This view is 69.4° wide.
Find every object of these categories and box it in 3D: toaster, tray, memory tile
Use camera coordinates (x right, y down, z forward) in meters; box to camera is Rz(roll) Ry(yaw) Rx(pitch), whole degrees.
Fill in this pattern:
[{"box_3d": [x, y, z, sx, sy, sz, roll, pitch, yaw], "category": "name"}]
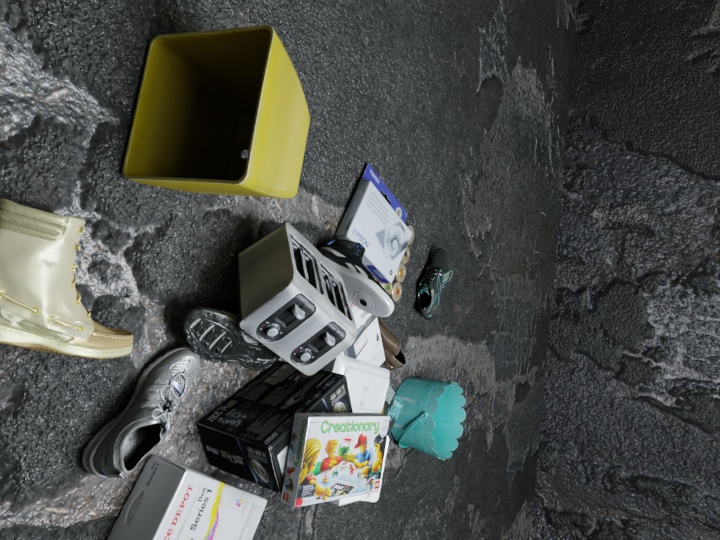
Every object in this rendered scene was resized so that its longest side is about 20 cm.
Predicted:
[{"box_3d": [-0.108, 0.042, 0.857, 0.181, 0.118, 0.201, 47, 16, -39], "category": "toaster"}, {"box_3d": [0.003, 0.239, 1.045, 0.200, 0.022, 0.108, 29, 73, -51], "category": "tray"}, {"box_3d": [0.079, -0.032, 1.277, 0.153, 0.017, 0.202, 28, 70, -54], "category": "memory tile"}]

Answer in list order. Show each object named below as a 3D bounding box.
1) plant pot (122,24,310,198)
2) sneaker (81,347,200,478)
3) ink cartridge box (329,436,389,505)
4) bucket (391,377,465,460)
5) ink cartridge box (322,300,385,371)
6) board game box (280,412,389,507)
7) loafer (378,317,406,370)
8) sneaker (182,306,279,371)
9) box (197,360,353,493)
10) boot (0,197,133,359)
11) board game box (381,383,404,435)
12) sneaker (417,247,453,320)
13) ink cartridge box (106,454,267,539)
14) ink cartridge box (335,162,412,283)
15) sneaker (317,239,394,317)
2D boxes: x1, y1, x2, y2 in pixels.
[{"box_3d": [-0.178, -0.194, 0.735, 0.176, 0.198, 0.202, 25, 73, -67], "category": "plant pot"}, {"box_3d": [-0.278, 0.197, 0.714, 0.201, 0.081, 0.075, -60, 139, -33], "category": "sneaker"}, {"box_3d": [-0.052, 0.338, 0.963, 0.125, 0.199, 0.130, 21, 77, -55], "category": "ink cartridge box"}, {"box_3d": [0.178, 0.383, 1.371, 0.206, 0.134, 0.209, -8, 100, -55], "category": "bucket"}, {"box_3d": [-0.032, 0.131, 1.070, 0.144, 0.084, 0.202, -37, 124, -47], "category": "ink cartridge box"}, {"box_3d": [-0.033, 0.292, 0.823, 0.199, 0.034, 0.128, 17, 79, -48], "category": "board game box"}, {"box_3d": [0.060, 0.161, 1.212, 0.201, 0.070, 0.073, 63, 26, -43], "category": "loafer"}, {"box_3d": [-0.207, 0.100, 0.820, 0.074, 0.079, 0.200, -43, 145, 4], "category": "sneaker"}, {"box_3d": [-0.135, 0.247, 0.863, 0.200, 0.163, 0.087, -35, 122, -50], "category": "box"}, {"box_3d": [-0.341, 0.015, 0.607, 0.199, 0.072, 0.157, 25, 76, -49], "category": "boot"}, {"box_3d": [0.023, 0.303, 1.142, 0.136, 0.028, 0.200, 57, 31, -7], "category": "board game box"}, {"box_3d": [0.201, 0.032, 1.416, 0.079, 0.075, 0.202, 24, 74, -52], "category": "sneaker"}, {"box_3d": [-0.252, 0.381, 0.775, 0.200, 0.083, 0.146, 50, 54, -46], "category": "ink cartridge box"}, {"box_3d": [0.045, -0.105, 1.177, 0.200, 0.040, 0.201, 44, 59, -43], "category": "ink cartridge box"}, {"box_3d": [0.000, 0.000, 1.008, 0.112, 0.199, 0.073, -44, 159, -43], "category": "sneaker"}]
